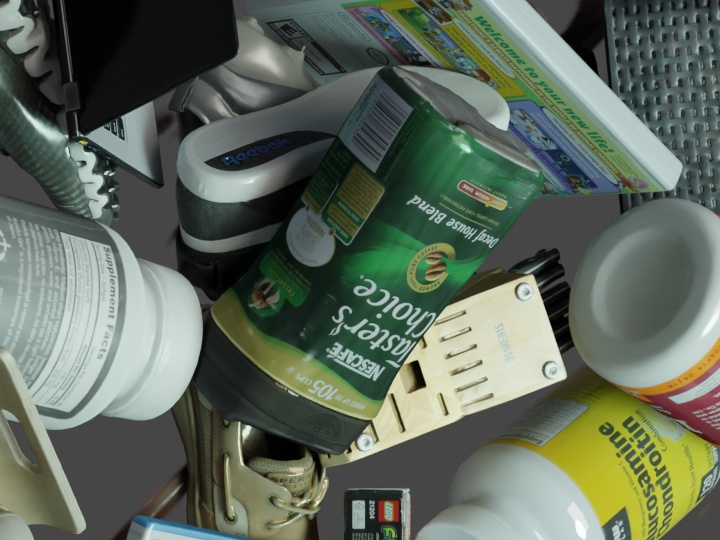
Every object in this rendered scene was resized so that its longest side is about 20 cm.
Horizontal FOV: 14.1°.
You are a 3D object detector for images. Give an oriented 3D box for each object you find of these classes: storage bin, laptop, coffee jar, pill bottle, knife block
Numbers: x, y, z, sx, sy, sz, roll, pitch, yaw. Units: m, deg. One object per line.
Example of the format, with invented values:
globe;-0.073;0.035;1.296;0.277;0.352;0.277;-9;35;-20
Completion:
storage bin;0.205;-0.083;1.803;0.135;0.093;0.201;-20;106;-82
laptop;-0.096;-0.161;1.461;0.200;0.115;0.188;34;46;-71
coffee jar;0.000;0.000;1.503;0.104;0.085;0.200;22;108;-48
pill bottle;-0.178;0.019;1.454;0.199;0.110;0.111;17;76;-43
pill bottle;0.219;0.045;1.688;0.200;0.113;0.114;31;67;-42
pill bottle;0.122;0.136;1.739;0.200;0.112;0.113;-36;112;-39
knife block;0.040;0.046;1.674;0.199;0.175;0.064;-21;95;-15

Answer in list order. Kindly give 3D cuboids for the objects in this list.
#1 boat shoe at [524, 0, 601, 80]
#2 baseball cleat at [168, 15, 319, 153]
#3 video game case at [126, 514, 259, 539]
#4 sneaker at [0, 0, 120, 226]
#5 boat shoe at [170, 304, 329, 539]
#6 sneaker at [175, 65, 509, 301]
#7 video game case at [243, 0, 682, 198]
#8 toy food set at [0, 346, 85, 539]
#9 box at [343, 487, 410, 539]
boat shoe;0.083;-0.129;1.750;0.199;0.072;0.072;13;72;-47
baseball cleat;-0.034;-0.054;1.642;0.200;0.070;0.107;41;75;-30
video game case;-0.094;0.239;1.553;0.143;0.018;0.201;17;91;-43
sneaker;-0.186;-0.095;1.487;0.067;0.090;0.201;-94;167;-48
boat shoe;-0.055;0.117;1.600;0.071;0.064;0.201;-26;106;-42
sneaker;-0.016;-0.040;1.582;0.199;0.073;0.112;-14;134;-27
video game case;0.058;-0.104;1.640;0.200;0.181;0.022;42;61;-34
toy food set;-0.226;0.141;1.374;0.200;0.060;0.144;-41;142;-21
box;0.009;0.222;1.634;0.110;0.034;0.201;47;43;-86
